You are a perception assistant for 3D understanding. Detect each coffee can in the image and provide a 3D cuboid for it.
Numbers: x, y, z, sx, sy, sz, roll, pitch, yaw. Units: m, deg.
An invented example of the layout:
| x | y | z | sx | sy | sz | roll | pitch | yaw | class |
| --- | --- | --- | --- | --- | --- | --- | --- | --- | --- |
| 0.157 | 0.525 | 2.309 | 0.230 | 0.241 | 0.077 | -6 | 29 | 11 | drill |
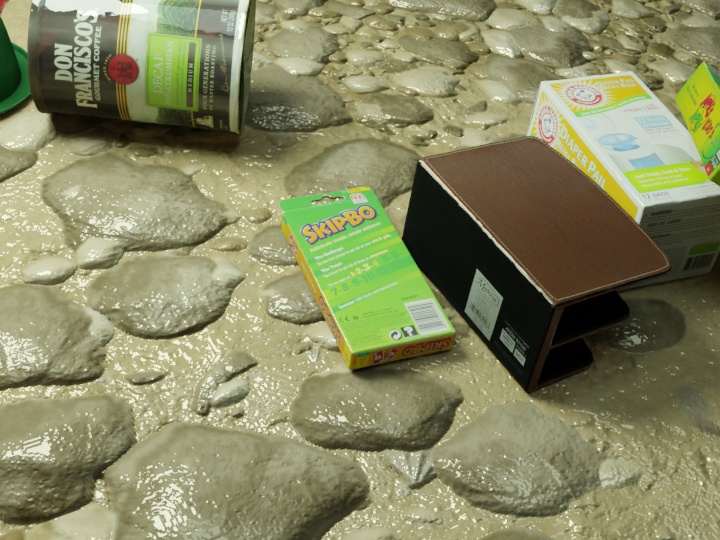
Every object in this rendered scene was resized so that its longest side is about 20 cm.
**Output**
| x | y | z | sx | sy | sz | roll | pitch | yaw | class |
| --- | --- | --- | --- | --- | --- | --- | --- | --- | --- |
| -0.209 | -0.218 | 1.102 | 0.198 | 0.147 | 0.147 | 6 | 42 | -3 | coffee can |

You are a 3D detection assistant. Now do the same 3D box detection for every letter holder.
| x | y | z | sx | sy | sz | roll | pitch | yaw | class |
| --- | --- | --- | --- | --- | --- | --- | --- | --- | --- |
| 0.151 | -0.016 | 0.975 | 0.141 | 0.101 | 0.200 | -16 | 48 | -27 | letter holder |

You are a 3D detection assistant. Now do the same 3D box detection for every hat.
| x | y | z | sx | sy | sz | roll | pitch | yaw | class |
| --- | --- | --- | --- | --- | --- | --- | --- | --- | --- |
| -0.398 | -0.259 | 1.093 | 0.198 | 0.177 | 0.166 | 6 | 42 | -2 | hat |

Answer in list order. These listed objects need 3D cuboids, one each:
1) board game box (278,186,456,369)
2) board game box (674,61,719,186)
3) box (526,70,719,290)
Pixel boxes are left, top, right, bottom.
| x | y | z | sx | sy | sz | roll | pitch | yaw | class |
| --- | --- | --- | --- | --- | --- | --- | --- | --- | --- |
| 0.000 | 0.000 | 0.987 | 0.095 | 0.030 | 0.201 | -10 | 48 | -20 | board game box |
| 0.356 | -0.116 | 1.028 | 0.101 | 0.048 | 0.200 | 30 | 27 | -10 | board game box |
| 0.250 | -0.090 | 1.068 | 0.112 | 0.102 | 0.201 | -9 | 45 | -19 | box |
